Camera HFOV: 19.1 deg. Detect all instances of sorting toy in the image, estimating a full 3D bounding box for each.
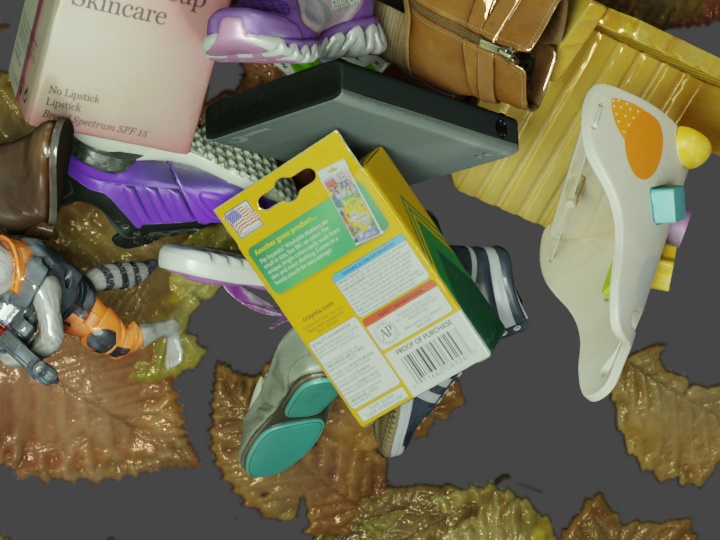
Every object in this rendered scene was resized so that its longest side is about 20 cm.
[{"bbox_3d":[0.194,-0.004,1.617,0.106,0.181,0.201,11,149,1],"label":"sorting toy"}]

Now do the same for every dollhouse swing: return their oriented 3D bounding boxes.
[{"bbox_3d":[0.188,-0.105,1.666,0.199,0.182,0.177,22,96,-25],"label":"dollhouse swing"}]

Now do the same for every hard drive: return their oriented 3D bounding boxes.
[{"bbox_3d":[0.002,-0.106,1.588,0.199,0.139,0.033,14,69,-46],"label":"hard drive"}]

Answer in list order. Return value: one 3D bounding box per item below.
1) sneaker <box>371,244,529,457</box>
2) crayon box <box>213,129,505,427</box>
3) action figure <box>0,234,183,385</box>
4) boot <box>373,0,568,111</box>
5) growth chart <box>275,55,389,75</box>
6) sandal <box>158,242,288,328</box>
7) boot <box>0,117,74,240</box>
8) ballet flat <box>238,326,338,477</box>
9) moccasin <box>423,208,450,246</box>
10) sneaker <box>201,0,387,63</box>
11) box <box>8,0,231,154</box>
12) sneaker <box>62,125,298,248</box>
[{"bbox_3d":[0.069,0.063,1.692,0.107,0.070,0.201,-6,128,-19],"label":"sneaker"},{"bbox_3d":[0.000,0.000,1.589,0.125,0.052,0.201,-30,100,27],"label":"crayon box"},{"bbox_3d":[-0.243,0.006,1.589,0.105,0.199,0.193,-58,147,5],"label":"action figure"},{"bbox_3d":[0.078,-0.219,1.549,0.076,0.154,0.202,-20,127,-49],"label":"boot"},{"bbox_3d":[0.004,-0.219,1.630,0.144,0.018,0.201,32,100,-28],"label":"growth chart"},{"bbox_3d":[-0.072,0.019,1.672,0.201,0.082,0.050,14,92,-31],"label":"sandal"},{"bbox_3d":[-0.307,-0.078,1.510,0.198,0.187,0.065,14,67,-9],"label":"boot"},{"bbox_3d":[-0.055,0.099,1.722,0.067,0.064,0.200,-5,153,-23],"label":"ballet flat"},{"bbox_3d":[0.036,-0.023,1.708,0.199,0.080,0.068,27,103,-41],"label":"moccasin"},{"bbox_3d":[-0.047,-0.192,1.515,0.080,0.200,0.089,7,103,26],"label":"sneaker"},{"bbox_3d":[-0.164,-0.202,1.532,0.127,0.109,0.202,10,112,-20],"label":"box"},{"bbox_3d":[-0.145,-0.058,1.637,0.198,0.070,0.100,17,115,-19],"label":"sneaker"}]
